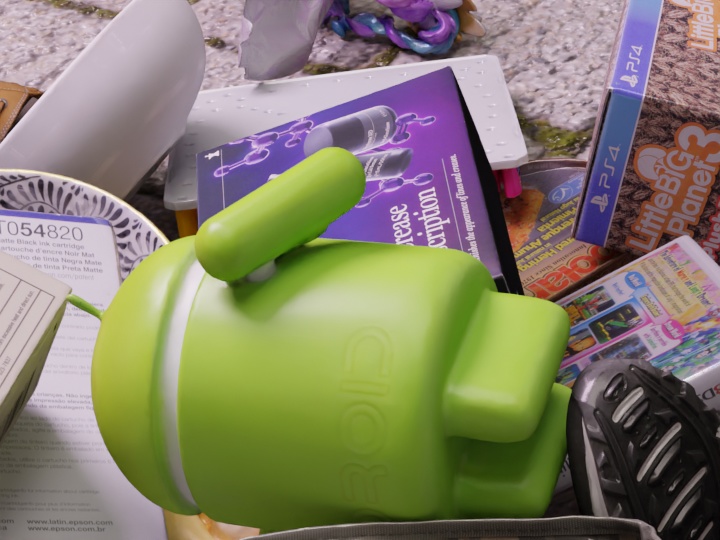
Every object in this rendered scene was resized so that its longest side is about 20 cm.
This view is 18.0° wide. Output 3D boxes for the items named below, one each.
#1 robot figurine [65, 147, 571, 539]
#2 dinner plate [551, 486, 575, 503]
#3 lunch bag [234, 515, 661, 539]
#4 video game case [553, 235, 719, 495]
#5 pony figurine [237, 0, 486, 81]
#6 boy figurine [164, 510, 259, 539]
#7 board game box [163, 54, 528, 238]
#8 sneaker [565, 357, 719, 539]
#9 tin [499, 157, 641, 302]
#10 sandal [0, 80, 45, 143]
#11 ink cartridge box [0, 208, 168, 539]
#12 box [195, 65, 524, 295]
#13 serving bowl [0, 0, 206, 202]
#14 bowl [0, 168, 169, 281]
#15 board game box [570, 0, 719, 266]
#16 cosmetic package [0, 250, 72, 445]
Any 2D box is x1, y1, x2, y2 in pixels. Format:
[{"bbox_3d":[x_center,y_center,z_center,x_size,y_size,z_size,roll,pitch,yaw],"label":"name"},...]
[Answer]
[{"bbox_3d":[-0.017,0.046,0.897,0.199,0.176,0.116,4,41,19],"label":"robot figurine"},{"bbox_3d":[0.115,0.064,1.074,0.199,0.024,0.200,-30,12,7],"label":"dinner plate"},{"bbox_3d":[0.029,0.183,0.848,0.199,0.165,0.118,-9,34,-4],"label":"lunch bag"},{"bbox_3d":[0.094,0.053,1.046,0.181,0.024,0.200,-28,13,3],"label":"video game case"},{"bbox_3d":[-0.028,-0.211,1.448,0.200,0.167,0.193,39,18,29],"label":"pony figurine"},{"bbox_3d":[-0.097,0.143,1.018,0.199,0.065,0.124,-23,35,-19],"label":"boy figurine"},{"bbox_3d":[-0.010,-0.074,1.315,0.199,0.026,0.200,-7,21,1],"label":"board game box"},{"bbox_3d":[0.115,0.116,0.916,0.079,0.201,0.074,16,51,42],"label":"sneaker"},{"bbox_3d":[0.077,0.000,1.224,0.199,0.042,0.112,-29,37,-32],"label":"tin"},{"bbox_3d":[-0.241,-0.086,1.380,0.199,0.055,0.082,-13,35,-10],"label":"sandal"},{"bbox_3d":[-0.190,0.057,0.982,0.198,0.041,0.201,5,49,-22],"label":"ink cartridge box"},{"bbox_3d":[0.000,0.000,1.066,0.140,0.079,0.200,-21,31,7],"label":"box"},{"bbox_3d":[-0.149,-0.066,1.257,0.066,0.200,0.200,41,43,-3],"label":"serving bowl"},{"bbox_3d":[-0.175,0.057,1.101,0.199,0.094,0.202,1,55,-1],"label":"bowl"},{"bbox_3d":[0.227,-0.074,1.221,0.199,0.097,0.160,14,36,4],"label":"board game box"},{"bbox_3d":[-0.230,0.014,0.920,0.199,0.071,0.105,28,45,0],"label":"cosmetic package"}]
